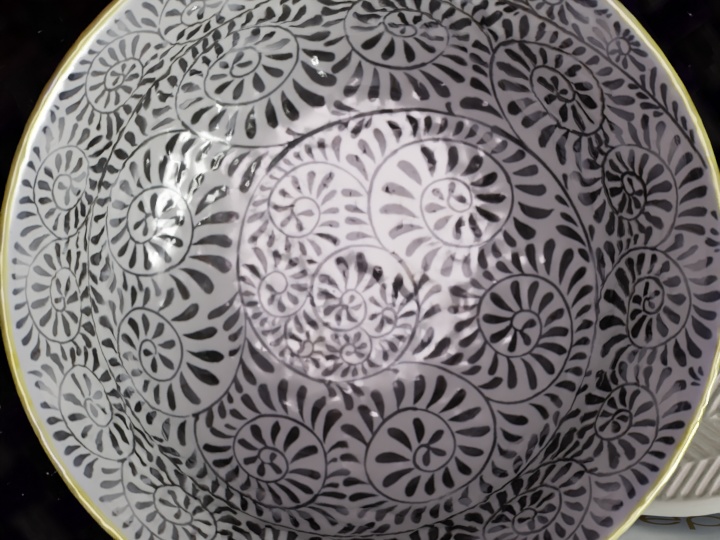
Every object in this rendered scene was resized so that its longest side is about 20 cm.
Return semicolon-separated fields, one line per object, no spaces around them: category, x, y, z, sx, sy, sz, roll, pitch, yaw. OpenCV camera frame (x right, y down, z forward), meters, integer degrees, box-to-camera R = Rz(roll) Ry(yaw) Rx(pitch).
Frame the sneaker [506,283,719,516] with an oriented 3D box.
sneaker;0.136;0.037;0.897;0.199;0.084;0.075;-5;79;22

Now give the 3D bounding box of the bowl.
bowl;0.000;0.000;0.860;0.199;0.094;0.202;0;89;-2

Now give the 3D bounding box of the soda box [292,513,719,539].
soda box;0.068;0.104;0.909;0.199;0.064;0.069;2;102;-3
